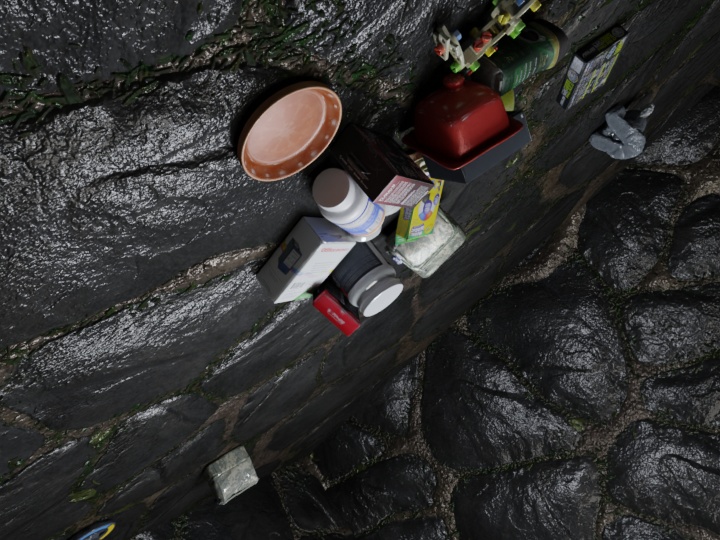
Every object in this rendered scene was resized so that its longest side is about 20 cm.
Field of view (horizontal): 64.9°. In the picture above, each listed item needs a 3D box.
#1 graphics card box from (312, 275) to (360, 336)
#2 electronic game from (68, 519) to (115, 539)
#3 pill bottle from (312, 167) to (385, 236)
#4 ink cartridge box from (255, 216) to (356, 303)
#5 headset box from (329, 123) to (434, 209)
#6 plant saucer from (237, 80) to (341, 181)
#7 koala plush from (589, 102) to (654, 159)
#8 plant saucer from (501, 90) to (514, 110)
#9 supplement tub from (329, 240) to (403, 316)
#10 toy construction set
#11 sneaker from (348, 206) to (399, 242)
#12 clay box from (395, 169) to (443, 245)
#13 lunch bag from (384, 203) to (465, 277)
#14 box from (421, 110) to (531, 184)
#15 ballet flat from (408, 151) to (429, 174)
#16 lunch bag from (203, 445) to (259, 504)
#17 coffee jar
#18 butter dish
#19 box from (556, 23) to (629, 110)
[{"bbox_3d":[-0.064,0.073,1.450,0.051,0.125,0.200,-43,-161,12],"label":"graphics card box"},{"bbox_3d":[-0.985,0.971,2.045,0.199,0.042,0.200,-34,160,-14],"label":"electronic game"},{"bbox_3d":[-0.026,-0.146,1.197,0.112,0.112,0.200,-42,159,9],"label":"pill bottle"},{"bbox_3d":[-0.125,-0.025,1.321,0.200,0.088,0.145,-47,160,25],"label":"ink cartridge box"},{"bbox_3d":[0.042,-0.205,1.130,0.075,0.149,0.199,-47,160,23],"label":"headset box"},{"bbox_3d":[-0.120,-0.235,0.955,0.199,0.032,0.201,-33,159,-14],"label":"plant saucer"},{"bbox_3d":[1.001,-0.529,2.112,0.200,0.184,0.178,-41,164,-29],"label":"koala plush"},{"bbox_3d":[0.302,-0.342,1.441,0.199,0.048,0.200,-30,158,-22],"label":"plant saucer"},{"bbox_3d":[0.000,0.000,1.426,0.140,0.200,0.141,-33,159,-14],"label":"supplement tub"},{"bbox_3d":[0.224,-0.432,1.042,0.199,0.093,0.131,-29,-176,-5],"label":"toy construction set"},{"bbox_3d":[0.034,-0.152,1.340,0.200,0.075,0.089,-50,153,-36],"label":"sneaker"},{"bbox_3d":[0.153,-0.160,1.453,0.114,0.047,0.202,-16,122,-47],"label":"clay box"},{"bbox_3d":[0.177,-0.097,1.619,0.200,0.140,0.167,-44,141,9],"label":"lunch bag"},{"bbox_3d":[0.259,-0.281,1.272,0.199,0.079,0.141,-34,-156,-16],"label":"box"},{"bbox_3d":[0.123,-0.240,1.321,0.199,0.070,0.070,-31,159,-21],"label":"ballet flat"},{"bbox_3d":[-0.553,0.880,2.420,0.199,0.168,0.140,-20,154,-40],"label":"lunch bag"},{"bbox_3d":[0.331,-0.446,1.179,0.199,0.104,0.086,-32,148,-16],"label":"coffee jar"},{"bbox_3d":[0.197,-0.326,1.150,0.199,0.199,0.149,-32,133,-15],"label":"butter dish"},{"bbox_3d":[0.639,-0.557,1.570,0.160,0.044,0.200,-36,160,-9],"label":"box"}]
